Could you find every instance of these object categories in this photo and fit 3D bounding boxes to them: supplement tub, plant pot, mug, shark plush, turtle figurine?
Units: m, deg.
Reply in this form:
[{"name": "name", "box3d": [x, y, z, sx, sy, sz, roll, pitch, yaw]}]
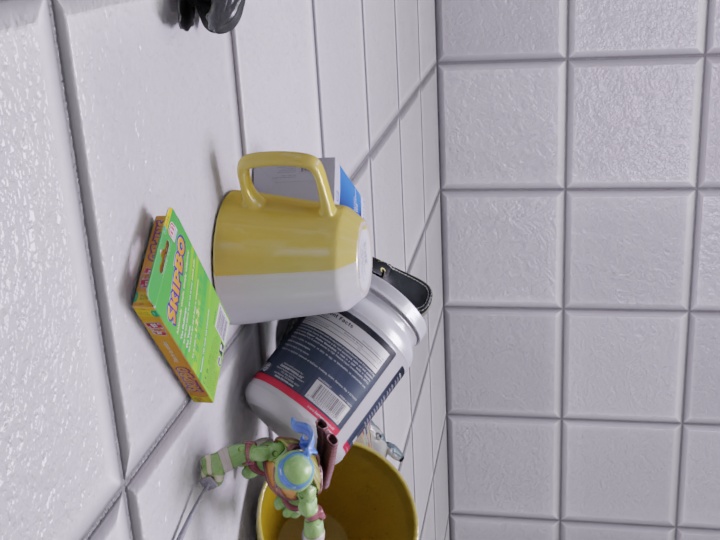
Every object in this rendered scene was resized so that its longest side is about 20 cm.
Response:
[{"name": "supplement tub", "box3d": [-0.027, 0.112, 1.158, 0.200, 0.140, 0.141, -51, 154, -18]}, {"name": "plant pot", "box3d": [-0.043, 0.329, 1.220, 0.142, 0.198, 0.202, 118, -17, -55]}, {"name": "mug", "box3d": [-0.071, -0.021, 1.073, 0.187, 0.151, 0.151, 67, 26, -63]}, {"name": "shark plush", "box3d": [0.000, 0.292, 1.794, 0.200, 0.090, 0.084, 53, 14, -40]}, {"name": "turtle figurine", "box3d": [-0.104, 0.244, 1.024, 0.194, 0.142, 0.202, 122, -20, -81]}]

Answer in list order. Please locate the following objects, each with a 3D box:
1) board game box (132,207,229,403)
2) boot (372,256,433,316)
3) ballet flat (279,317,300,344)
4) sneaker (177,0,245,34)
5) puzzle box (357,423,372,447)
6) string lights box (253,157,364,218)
[{"name": "board game box", "box3d": [-0.165, 0.036, 0.917, 0.201, 0.030, 0.096, 79, 15, -56]}, {"name": "boot", "box3d": [-0.001, 0.001, 1.258, 0.154, 0.202, 0.074, 92, 17, -73]}, {"name": "ballet flat", "box3d": [-0.074, 0.094, 1.372, 0.067, 0.057, 0.200, 49, 1, 13]}, {"name": "sneaker", "box3d": [-0.138, -0.311, 0.950, 0.104, 0.059, 0.202, 63, 32, -77]}, {"name": "puzzle box", "box3d": [-0.005, 0.247, 1.606, 0.200, 0.025, 0.134, -96, 173, -65]}, {"name": "string lights box", "box3d": [-0.060, -0.086, 1.254, 0.200, 0.102, 0.060, 45, 44, -74]}]
